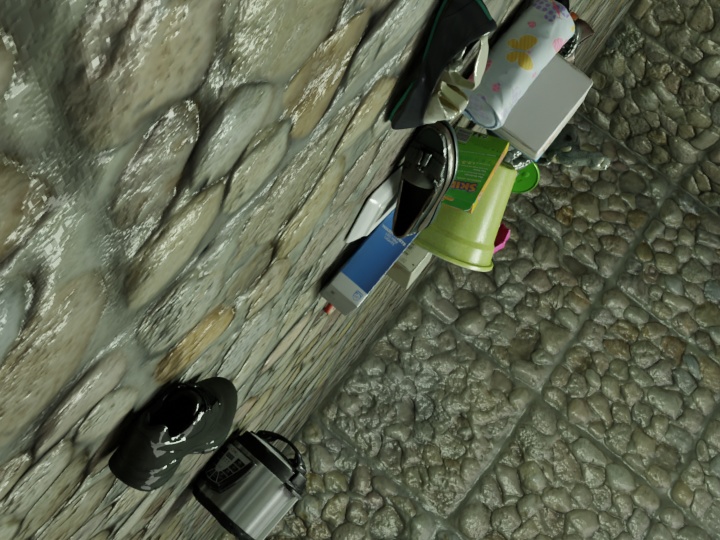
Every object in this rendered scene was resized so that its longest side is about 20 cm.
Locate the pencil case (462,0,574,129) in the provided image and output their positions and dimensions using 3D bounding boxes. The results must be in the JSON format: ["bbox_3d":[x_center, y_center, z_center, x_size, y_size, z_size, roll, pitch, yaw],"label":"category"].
[{"bbox_3d":[0.220,-0.295,1.188,0.200,0.083,0.091,-51,177,-8],"label":"pencil case"}]

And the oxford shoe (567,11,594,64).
[{"bbox_3d":[0.410,-0.440,1.753,0.200,0.073,0.071,-54,174,18],"label":"oxford shoe"}]

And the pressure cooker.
[{"bbox_3d":[-0.204,0.409,1.620,0.200,0.176,0.179,-47,176,-14],"label":"pressure cooker"}]

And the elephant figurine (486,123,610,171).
[{"bbox_3d":[0.349,-0.246,1.581,0.200,0.155,0.142,-13,-174,5],"label":"elephant figurine"}]

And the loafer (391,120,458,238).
[{"bbox_3d":[0.086,-0.121,1.167,0.063,0.072,0.200,-42,155,-35],"label":"loafer"}]

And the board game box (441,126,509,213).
[{"bbox_3d":[0.166,-0.163,1.357,0.030,0.095,0.200,94,23,-43],"label":"board game box"}]

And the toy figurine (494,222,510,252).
[{"bbox_3d":[0.230,-0.112,1.746,0.150,0.184,0.200,-55,172,-20],"label":"toy figurine"}]

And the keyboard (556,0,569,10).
[{"bbox_3d":[0.303,-0.406,1.328,0.200,0.040,0.104,25,64,-81],"label":"keyboard"}]

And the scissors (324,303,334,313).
[{"bbox_3d":[0.000,0.000,1.543,0.200,0.014,0.073,-51,172,2],"label":"scissors"}]

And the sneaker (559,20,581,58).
[{"bbox_3d":[0.391,-0.450,1.634,0.091,0.066,0.200,-53,178,-14],"label":"sneaker"}]

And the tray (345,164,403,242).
[{"bbox_3d":[0.052,-0.118,1.247,0.200,0.022,0.107,-46,172,-41],"label":"tray"}]

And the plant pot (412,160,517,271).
[{"bbox_3d":[0.186,-0.126,1.502,0.184,0.200,0.200,-65,170,16],"label":"plant pot"}]

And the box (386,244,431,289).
[{"bbox_3d":[0.102,-0.031,1.798,0.095,0.078,0.200,-51,173,-10],"label":"box"}]

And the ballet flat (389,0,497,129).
[{"bbox_3d":[0.087,-0.198,0.862,0.073,0.073,0.200,-48,172,-34],"label":"ballet flat"}]

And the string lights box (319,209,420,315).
[{"bbox_3d":[0.025,-0.026,1.338,0.200,0.059,0.103,-50,-177,-16],"label":"string lights box"}]

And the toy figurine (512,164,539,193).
[{"bbox_3d":[0.464,-0.335,2.480,0.200,0.150,0.184,-27,-157,47],"label":"toy figurine"}]

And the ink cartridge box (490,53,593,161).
[{"bbox_3d":[0.284,-0.286,1.400,0.147,0.145,0.200,-53,173,10],"label":"ink cartridge box"}]

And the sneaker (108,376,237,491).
[{"bbox_3d":[-0.184,0.157,0.899,0.091,0.076,0.200,-62,172,24],"label":"sneaker"}]
